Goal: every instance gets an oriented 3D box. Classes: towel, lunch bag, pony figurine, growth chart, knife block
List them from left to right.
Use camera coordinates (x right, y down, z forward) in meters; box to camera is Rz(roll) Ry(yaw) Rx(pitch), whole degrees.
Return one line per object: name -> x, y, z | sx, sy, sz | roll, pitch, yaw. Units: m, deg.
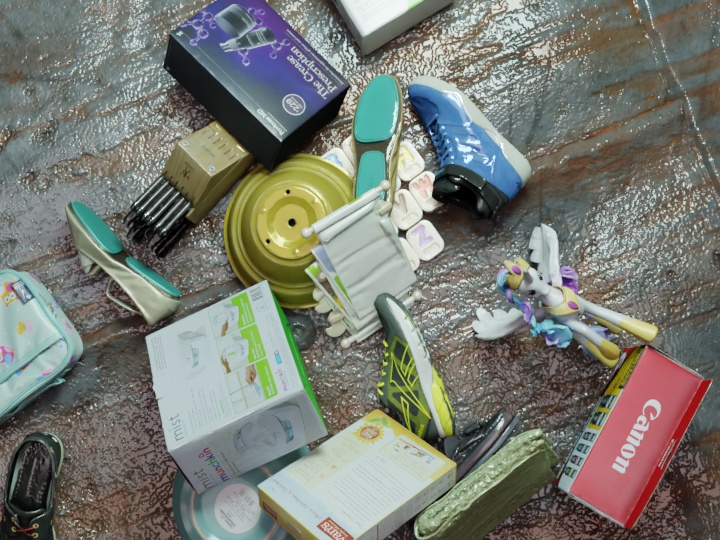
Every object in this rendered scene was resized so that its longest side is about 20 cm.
lunch bag -> -0.464, 0.106, 1.394 | 0.199, 0.077, 0.161 | -38, 84, -2
knife block -> -0.219, -0.106, 1.424 | 0.064, 0.200, 0.176 | 43, 132, 5
growth chart -> 0.000, 0.000, 1.360 | 0.143, 0.018, 0.202 | -26, 125, -7
towel -> 0.157, 0.273, 1.324 | 0.199, 0.149, 0.037 | -40, 58, -3
pony figurine -> 0.238, 0.038, 1.327 | 0.198, 0.193, 0.168 | 30, 88, -8

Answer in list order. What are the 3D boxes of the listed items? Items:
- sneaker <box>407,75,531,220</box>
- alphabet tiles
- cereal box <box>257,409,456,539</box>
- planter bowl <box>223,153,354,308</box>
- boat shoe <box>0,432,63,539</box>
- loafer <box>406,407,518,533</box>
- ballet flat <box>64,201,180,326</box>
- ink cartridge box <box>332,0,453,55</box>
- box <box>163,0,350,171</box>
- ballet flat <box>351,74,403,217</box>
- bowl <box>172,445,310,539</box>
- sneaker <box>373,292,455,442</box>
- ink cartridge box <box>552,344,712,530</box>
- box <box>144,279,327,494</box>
sneaker -> 0.115, -0.151, 1.392 | 0.200, 0.077, 0.111 | 44, 69, 0
alphabet tiles -> 0.011, -0.076, 1.426 | 0.199, 0.015, 0.197 | -35, 83, -1
cereal box -> -0.003, 0.254, 1.282 | 0.198, 0.040, 0.143 | -28, 42, -33
planter bowl -> -0.083, -0.056, 1.380 | 0.196, 0.083, 0.204 | 0, 84, 2
boat shoe -> -0.424, 0.308, 1.381 | 0.072, 0.063, 0.205 | 8, 86, 1
loafer -> 0.111, 0.238, 1.343 | 0.063, 0.072, 0.201 | 42, 105, 7
ballet flat -> -0.322, -0.004, 1.410 | 0.200, 0.069, 0.070 | 42, 87, 6
ink cartridge box -> 0.015, -0.414, 1.427 | 0.144, 0.084, 0.202 | -30, 84, -2
box -> -0.133, -0.250, 1.394 | 0.200, 0.079, 0.141 | 43, 63, 6
ballet flat -> 0.021, -0.151, 1.398 | 0.067, 0.063, 0.204 | 3, 72, 15
bowl -> -0.147, 0.285, 1.349 | 0.197, 0.105, 0.205 | 0, 83, 2
sneaker -> 0.052, 0.129, 1.367 | 0.083, 0.074, 0.203 | -23, 91, 5
ink cartridge box -> 0.322, 0.196, 1.303 | 0.083, 0.176, 0.202 | 29, 85, 5
box -> -0.156, 0.137, 1.317 | 0.174, 0.097, 0.201 | -26, 43, -1
